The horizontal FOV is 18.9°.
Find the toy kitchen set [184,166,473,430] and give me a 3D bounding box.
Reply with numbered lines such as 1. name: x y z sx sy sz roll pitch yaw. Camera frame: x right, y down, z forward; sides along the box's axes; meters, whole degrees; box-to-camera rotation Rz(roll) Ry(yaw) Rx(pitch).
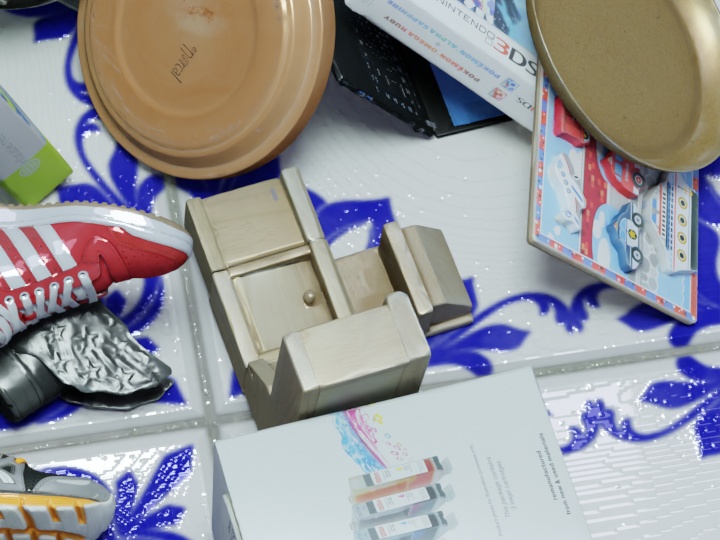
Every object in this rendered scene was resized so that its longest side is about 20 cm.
1. toy kitchen set: 0.000 0.000 1.352 0.163 0.180 0.200 -16 68 -14

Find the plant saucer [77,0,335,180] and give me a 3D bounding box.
1. plant saucer: -0.109 -0.160 1.441 0.200 0.200 0.032 47 25 19

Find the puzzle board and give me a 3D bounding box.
1. puzzle board: 0.176 -0.079 1.455 0.151 0.017 0.200 25 56 -31

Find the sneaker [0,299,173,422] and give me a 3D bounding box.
1. sneaker: -0.218 0.021 1.397 0.104 0.060 0.200 -33 74 -19

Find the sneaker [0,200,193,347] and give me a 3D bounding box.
1. sneaker: -0.205 0.017 1.330 0.200 0.071 0.113 1 66 3

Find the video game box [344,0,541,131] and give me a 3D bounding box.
1. video game box: 0.095 -0.213 1.497 0.182 0.047 0.200 34 52 -22

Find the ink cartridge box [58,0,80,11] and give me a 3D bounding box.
1. ink cartridge box: -0.190 -0.287 1.570 0.162 0.050 0.200 28 66 10

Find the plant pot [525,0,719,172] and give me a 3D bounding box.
1. plant pot: 0.180 -0.155 1.465 0.200 0.027 0.200 19 59 -34

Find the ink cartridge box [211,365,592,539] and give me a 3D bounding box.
1. ink cartridge box: 0.021 0.168 1.283 0.200 0.145 0.145 -12 63 -10

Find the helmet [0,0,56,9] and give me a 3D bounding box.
1. helmet: -0.257 -0.278 1.424 0.200 0.191 0.200 -17 63 36

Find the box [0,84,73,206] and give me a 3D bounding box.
1. box: -0.265 -0.122 1.388 0.048 0.200 0.122 -41 70 -3

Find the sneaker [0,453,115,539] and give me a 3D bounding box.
1. sneaker: -0.250 0.133 1.324 0.200 0.078 0.077 3 52 -4

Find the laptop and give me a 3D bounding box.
1. laptop: 0.047 -0.195 1.505 0.103 0.200 0.177 -31 62 21
